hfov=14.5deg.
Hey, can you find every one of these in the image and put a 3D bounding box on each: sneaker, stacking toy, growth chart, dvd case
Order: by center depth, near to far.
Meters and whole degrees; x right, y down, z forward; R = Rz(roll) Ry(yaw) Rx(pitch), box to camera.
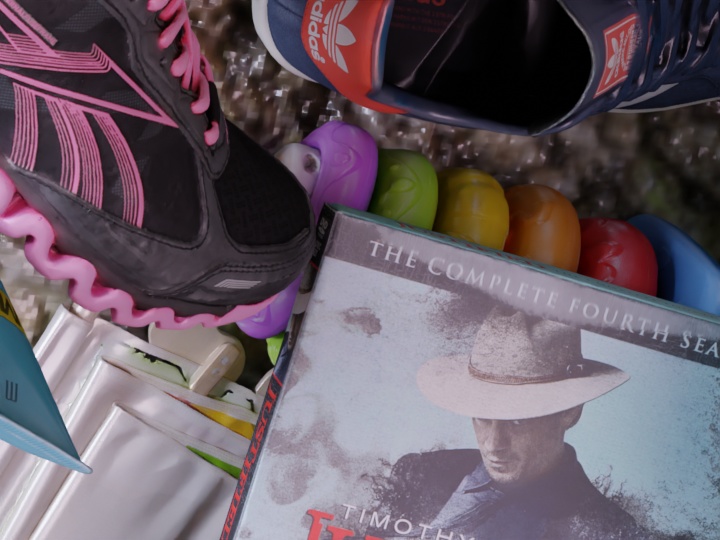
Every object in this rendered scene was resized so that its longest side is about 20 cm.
[{"bbox_3d":[-0.069,-0.058,0.714,0.095,0.079,0.200,-37,131,21],"label":"sneaker"},{"bbox_3d":[0.029,0.095,0.802,0.145,0.022,0.201,17,97,-11],"label":"dvd case"},{"bbox_3d":[0.000,0.000,0.839,0.200,0.110,0.116,29,97,-17],"label":"stacking toy"},{"bbox_3d":[0.072,-0.072,0.840,0.199,0.085,0.075,-6,112,-21],"label":"sneaker"},{"bbox_3d":[-0.046,0.094,0.893,0.200,0.018,0.145,39,91,-29],"label":"growth chart"}]

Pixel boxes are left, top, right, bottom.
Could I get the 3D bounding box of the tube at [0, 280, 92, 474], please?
[{"bbox_3d":[-0.122,-0.007,0.717,0.077,0.200,0.050,25,102,-26],"label":"tube"}]
